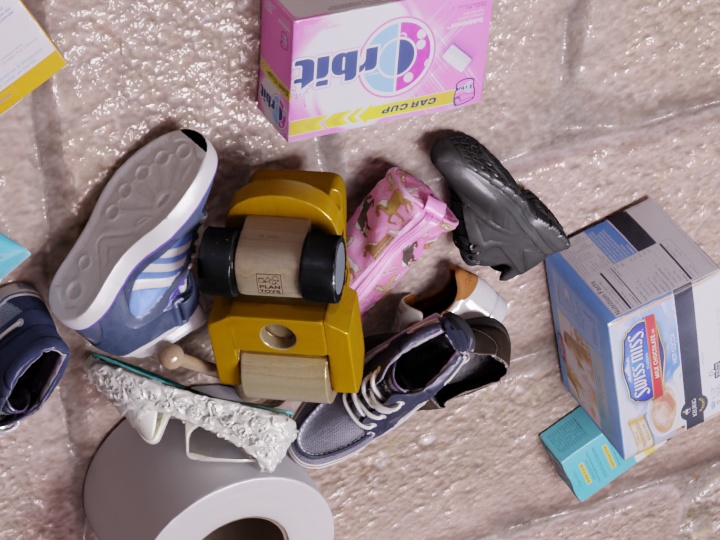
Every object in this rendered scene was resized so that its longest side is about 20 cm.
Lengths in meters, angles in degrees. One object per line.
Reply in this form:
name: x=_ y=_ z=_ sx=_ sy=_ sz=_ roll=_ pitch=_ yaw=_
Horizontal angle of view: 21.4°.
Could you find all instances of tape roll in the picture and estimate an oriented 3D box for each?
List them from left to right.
tape roll: x=-0.142 y=0.227 z=1.769 sx=0.201 sy=0.139 sz=0.204 roll=-18 pitch=132 yaw=-20

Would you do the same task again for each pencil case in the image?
pencil case: x=0.000 y=0.000 z=1.715 sx=0.200 sy=0.087 sz=0.083 roll=-50 pitch=150 yaw=12

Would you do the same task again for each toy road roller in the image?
toy road roller: x=-0.058 y=0.004 z=1.635 sx=0.121 sy=0.147 sz=0.201 roll=4 pitch=135 yaw=10

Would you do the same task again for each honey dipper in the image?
honey dipper: x=-0.125 y=0.090 z=1.704 sx=0.038 sy=0.038 sz=0.200 roll=-48 pitch=152 yaw=9

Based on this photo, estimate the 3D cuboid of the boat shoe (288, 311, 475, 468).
boat shoe: x=0.011 y=0.107 z=1.687 sx=0.200 sy=0.075 sz=0.093 roll=-40 pitch=177 yaw=6

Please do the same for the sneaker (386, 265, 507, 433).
sneaker: x=0.043 y=0.074 z=1.829 sx=0.200 sy=0.073 sz=0.085 roll=-46 pitch=115 yaw=5

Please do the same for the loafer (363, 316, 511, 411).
loafer: x=0.049 y=0.095 z=1.758 sx=0.198 sy=0.071 sz=0.074 roll=-19 pitch=113 yaw=-4

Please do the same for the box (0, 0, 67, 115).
box: x=-0.317 y=-0.191 z=1.405 sx=0.119 sy=0.042 sz=0.201 roll=-36 pitch=133 yaw=-3

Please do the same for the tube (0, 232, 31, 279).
tube: x=-0.345 y=-0.038 z=1.505 sx=0.077 sy=0.051 sz=0.200 roll=-35 pitch=141 yaw=6

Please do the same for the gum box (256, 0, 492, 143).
gum box: x=0.017 y=-0.189 z=1.596 sx=0.198 sy=0.066 sz=0.114 roll=-14 pitch=129 yaw=-23

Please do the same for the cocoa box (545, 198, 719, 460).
cocoa box: x=0.276 y=0.060 z=1.906 sx=0.130 sy=0.134 sz=0.201 roll=-25 pitch=133 yaw=-12

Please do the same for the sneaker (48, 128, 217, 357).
sneaker: x=-0.164 y=-0.015 z=1.621 sx=0.201 sy=0.080 sz=0.146 roll=-53 pitch=146 yaw=3

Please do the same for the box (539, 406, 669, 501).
box: x=0.295 y=0.158 z=2.054 sx=0.199 sy=0.049 sz=0.083 roll=-35 pitch=135 yaw=-4

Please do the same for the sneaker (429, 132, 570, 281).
sneaker: x=0.116 y=-0.050 z=1.767 sx=0.091 sy=0.076 sz=0.200 roll=-39 pitch=133 yaw=11

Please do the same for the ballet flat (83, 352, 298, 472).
ballet flat: x=-0.154 y=0.128 z=1.665 sx=0.198 sy=0.072 sz=0.072 roll=17 pitch=120 yaw=1

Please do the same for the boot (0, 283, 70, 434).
boot: x=-0.322 y=0.111 z=1.598 sx=0.072 sy=0.090 sz=0.201 roll=23 pitch=109 yaw=-42
